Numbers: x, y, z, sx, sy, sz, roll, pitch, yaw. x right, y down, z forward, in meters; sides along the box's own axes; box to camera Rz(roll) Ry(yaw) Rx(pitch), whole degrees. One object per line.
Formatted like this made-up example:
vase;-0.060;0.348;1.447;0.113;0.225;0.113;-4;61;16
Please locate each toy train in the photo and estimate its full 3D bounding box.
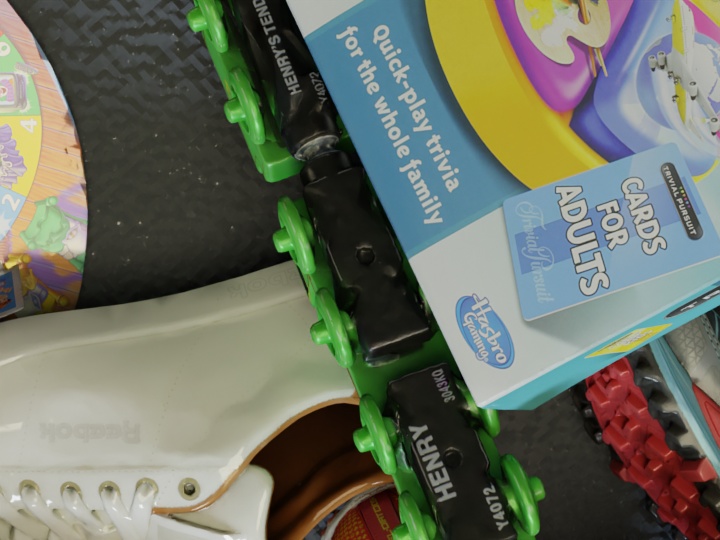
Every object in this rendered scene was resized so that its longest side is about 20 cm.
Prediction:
toy train;0.000;0.000;0.808;0.042;0.056;0.200;-20;70;-7

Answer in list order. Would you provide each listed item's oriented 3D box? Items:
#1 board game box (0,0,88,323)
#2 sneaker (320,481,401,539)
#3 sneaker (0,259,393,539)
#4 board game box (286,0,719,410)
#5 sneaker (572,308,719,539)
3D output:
board game box;-0.179;-0.013;0.842;0.200;0.039;0.158;-24;107;2
sneaker;0.042;0.155;0.890;0.073;0.077;0.200;-30;117;4
sneaker;-0.068;0.058;0.842;0.200;0.085;0.073;-19;141;1
board game box;0.088;-0.077;0.747;0.200;0.047;0.151;-29;78;18
sneaker;0.142;0.059;0.888;0.096;0.079;0.200;-45;108;-13
